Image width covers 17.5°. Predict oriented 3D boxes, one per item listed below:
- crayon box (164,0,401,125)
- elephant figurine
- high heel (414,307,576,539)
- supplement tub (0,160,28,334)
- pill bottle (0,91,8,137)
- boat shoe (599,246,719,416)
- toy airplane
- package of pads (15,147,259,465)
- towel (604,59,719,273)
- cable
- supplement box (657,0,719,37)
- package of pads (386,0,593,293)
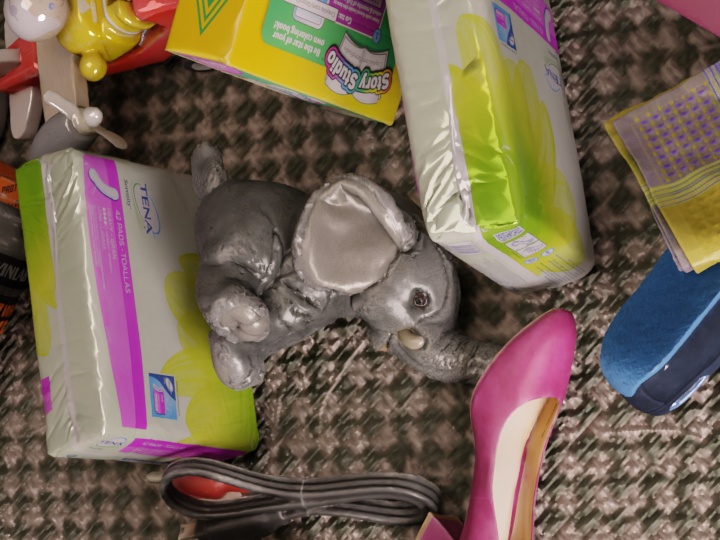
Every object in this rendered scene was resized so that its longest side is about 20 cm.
[{"bbox_3d":[-0.026,-0.198,1.495,0.058,0.199,0.174,18,91,32],"label":"crayon box"},{"bbox_3d":[0.000,0.000,1.500,0.198,0.156,0.142,-11,32,8],"label":"elephant figurine"},{"bbox_3d":[0.101,0.127,1.428,0.096,0.067,0.201,38,104,41],"label":"high heel"},{"bbox_3d":[-0.307,0.012,1.666,0.122,0.122,0.201,30,96,31],"label":"supplement tub"},{"bbox_3d":[-0.354,-0.135,1.679,0.114,0.200,0.115,-7,76,29],"label":"pill bottle"},{"bbox_3d":[0.219,0.000,1.389,0.200,0.069,0.084,-42,48,-1],"label":"boat shoe"},{"bbox_3d":[-0.207,-0.168,1.635,0.200,0.141,0.200,37,99,30],"label":"toy airplane"},{"bbox_3d":[-0.144,0.027,1.548,0.068,0.154,0.202,-21,70,36],"label":"package of pads"},{"bbox_3d":[0.250,-0.089,1.374,0.199,0.023,0.144,-28,44,11],"label":"towel"},{"bbox_3d":[-0.048,0.138,1.510,0.198,0.097,0.051,-14,42,22],"label":"cable"},{"bbox_3d":[0.186,-0.219,1.342,0.199,0.086,0.111,30,118,4],"label":"supplement box"},{"bbox_3d":[0.079,-0.096,1.436,0.068,0.154,0.202,-15,72,20],"label":"package of pads"}]
